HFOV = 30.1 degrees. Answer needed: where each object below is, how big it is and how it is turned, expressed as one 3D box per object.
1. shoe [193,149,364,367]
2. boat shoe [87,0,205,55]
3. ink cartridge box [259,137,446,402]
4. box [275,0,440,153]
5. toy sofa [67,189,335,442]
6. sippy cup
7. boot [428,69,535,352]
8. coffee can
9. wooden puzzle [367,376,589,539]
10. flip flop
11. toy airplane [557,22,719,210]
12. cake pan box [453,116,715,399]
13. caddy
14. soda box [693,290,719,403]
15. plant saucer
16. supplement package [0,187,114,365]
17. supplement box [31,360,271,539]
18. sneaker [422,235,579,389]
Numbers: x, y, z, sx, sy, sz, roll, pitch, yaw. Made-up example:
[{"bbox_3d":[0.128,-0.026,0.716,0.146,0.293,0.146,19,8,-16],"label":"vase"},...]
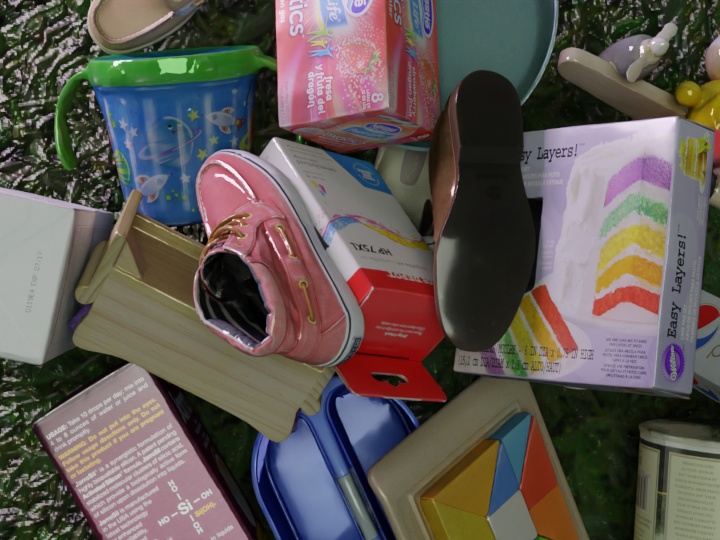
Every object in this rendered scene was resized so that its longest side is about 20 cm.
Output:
[{"bbox_3d":[-0.080,-0.017,0.923,0.072,0.091,0.201,-50,56,23],"label":"shoe"},{"bbox_3d":[-0.140,-0.250,1.071,0.200,0.066,0.074,-41,93,-1],"label":"boat shoe"},{"bbox_3d":[0.000,0.000,0.992,0.067,0.116,0.201,-50,55,25],"label":"ink cartridge box"},{"bbox_3d":[-0.002,-0.201,1.026,0.094,0.102,0.202,-6,79,26],"label":"box"},{"bbox_3d":[-0.111,0.035,0.996,0.199,0.083,0.098,27,114,-12],"label":"toy sofa"},{"bbox_3d":[-0.140,-0.106,1.051,0.177,0.139,0.132,7,105,39],"label":"sippy cup"},{"bbox_3d":[0.081,-0.038,0.975,0.073,0.075,0.202,7,77,-18],"label":"boot"},{"bbox_3d":[0.289,0.228,1.065,0.145,0.146,0.202,3,92,-3],"label":"coffee can"},{"bbox_3d":[0.109,0.200,1.051,0.185,0.037,0.201,-33,102,-38],"label":"wooden puzzle"},{"bbox_3d":[0.034,-0.038,1.089,0.080,0.058,0.202,15,91,-3],"label":"flip flop"},{"bbox_3d":[0.264,-0.116,1.032,0.198,0.200,0.142,25,95,25],"label":"toy airplane"},{"bbox_3d":[0.154,-0.010,0.956,0.052,0.199,0.186,14,83,-39],"label":"cake pan box"},{"bbox_3d":[-0.005,0.180,1.069,0.140,0.105,0.201,-25,92,-3],"label":"caddy"},{"bbox_3d":[0.296,0.072,1.031,0.068,0.200,0.064,40,88,-26],"label":"soda box"},{"bbox_3d":[0.068,-0.191,1.064,0.198,0.036,0.202,-4,81,27],"label":"plant saucer"},{"bbox_3d":[-0.261,-0.002,1.006,0.108,0.200,0.115,13,90,-3],"label":"supplement package"},{"bbox_3d":[-0.157,0.172,1.052,0.103,0.131,0.201,-31,93,-3],"label":"supplement box"},{"bbox_3d":[0.120,0.032,1.065,0.199,0.071,0.074,26,94,-18],"label":"sneaker"}]
